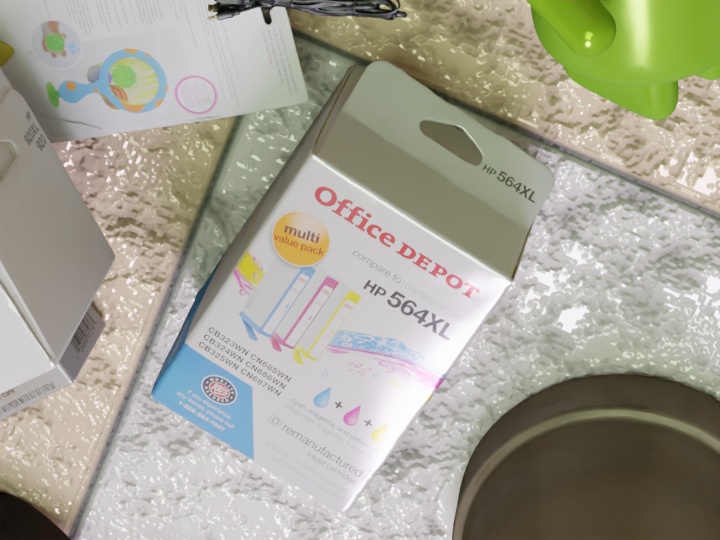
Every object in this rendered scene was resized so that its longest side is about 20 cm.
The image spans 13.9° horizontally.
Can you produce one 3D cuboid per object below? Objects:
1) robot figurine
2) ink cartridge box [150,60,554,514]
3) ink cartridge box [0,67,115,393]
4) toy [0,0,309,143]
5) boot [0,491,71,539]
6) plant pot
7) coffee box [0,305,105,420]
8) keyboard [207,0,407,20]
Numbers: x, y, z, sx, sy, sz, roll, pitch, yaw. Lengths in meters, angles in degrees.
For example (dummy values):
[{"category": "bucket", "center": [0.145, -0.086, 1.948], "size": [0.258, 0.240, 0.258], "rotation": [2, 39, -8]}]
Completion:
[{"category": "robot figurine", "center": [0.137, -0.173, 1.455], "size": [0.116, 0.175, 0.200], "rotation": [32, 145, 37]}, {"category": "ink cartridge box", "center": [0.000, 0.000, 1.574], "size": [0.128, 0.125, 0.200], "rotation": [32, 118, -5]}, {"category": "ink cartridge box", "center": [-0.256, 0.001, 1.523], "size": [0.200, 0.147, 0.145], "rotation": [-25, 108, 17]}, {"category": "toy", "center": [-0.133, -0.134, 1.580], "size": [0.200, 0.047, 0.115], "rotation": [-9, 116, 13]}, {"category": "boot", "center": [-0.265, 0.219, 1.766], "size": [0.186, 0.064, 0.200], "rotation": [27, 115, 12]}, {"category": "plant pot", "center": [0.139, 0.182, 1.609], "size": [0.200, 0.174, 0.200], "rotation": [4, 115, 9]}, {"category": "coffee box", "center": [-0.248, -0.010, 1.643], "size": [0.113, 0.080, 0.200], "rotation": [-27, 108, 21]}, {"category": "keyboard", "center": [-0.014, -0.180, 1.500], "size": [0.200, 0.127, 0.021], "rotation": [6, 159, 6]}]
